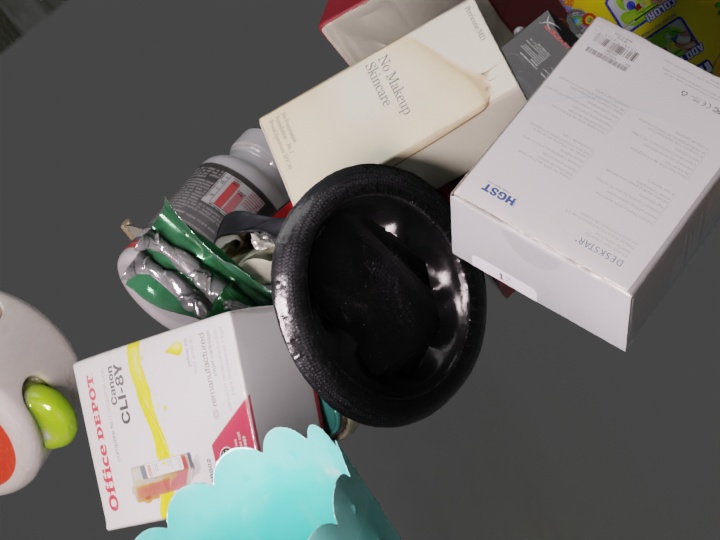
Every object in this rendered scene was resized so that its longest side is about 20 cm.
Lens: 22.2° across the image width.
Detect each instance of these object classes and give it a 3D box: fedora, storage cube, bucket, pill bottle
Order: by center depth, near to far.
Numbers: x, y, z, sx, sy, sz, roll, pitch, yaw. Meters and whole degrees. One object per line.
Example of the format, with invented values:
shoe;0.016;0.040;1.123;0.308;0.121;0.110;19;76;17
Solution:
bucket;-0.055;0.220;1.202;0.206;0.135;0.208;-31;23;15
fedora;0.001;0.018;1.403;0.201;0.201;0.091;-48;23;-20
storage cube;0.087;-0.258;1.817;0.199;0.171;0.181;-24;28;29
pill bottle;-0.140;-0.041;1.830;0.200;0.116;0.115;-50;26;-25

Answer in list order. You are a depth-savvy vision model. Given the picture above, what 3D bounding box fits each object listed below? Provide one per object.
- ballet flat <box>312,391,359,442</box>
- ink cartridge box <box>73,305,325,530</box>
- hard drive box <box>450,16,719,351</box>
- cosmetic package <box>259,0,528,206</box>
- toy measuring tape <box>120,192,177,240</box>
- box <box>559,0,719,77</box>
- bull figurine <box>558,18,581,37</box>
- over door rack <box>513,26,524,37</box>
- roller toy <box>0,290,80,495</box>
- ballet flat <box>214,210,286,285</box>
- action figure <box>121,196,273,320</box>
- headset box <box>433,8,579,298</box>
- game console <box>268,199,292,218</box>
ballet flat;-0.061;0.123;1.507;0.199;0.068;0.062;-10;6;43
ink cartridge box;-0.129;0.120;1.465;0.199;0.147;0.083;-18;-8;42
hard drive box;0.183;-0.067;1.343;0.155;0.077;0.200;31;64;22
cosmetic package;0.031;-0.116;1.450;0.199;0.073;0.104;-30;58;8
toy measuring tape;-0.198;-0.055;2.004;0.074;0.074;0.199;-46;24;-17
box;0.230;-0.255;1.567;0.121;0.193;0.200;-33;23;11
bull figurine;0.160;-0.149;1.646;0.121;0.065;0.201;-35;21;20
over door rack;0.044;-0.154;1.612;0.199;0.067;0.147;-31;-6;38
roller toy;-0.374;0.114;1.805;0.182;0.199;0.140;-44;13;43
ballet flat;-0.090;-0.013;1.570;0.073;0.073;0.199;-48;23;-21
action figure;-0.102;0.037;1.523;0.055;0.199;0.118;-56;-2;-41
headset box;0.128;-0.089;1.486;0.200;0.077;0.149;-40;56;-1
game console;-0.002;-0.069;1.659;0.176;0.031;0.200;-23;-4;-26
